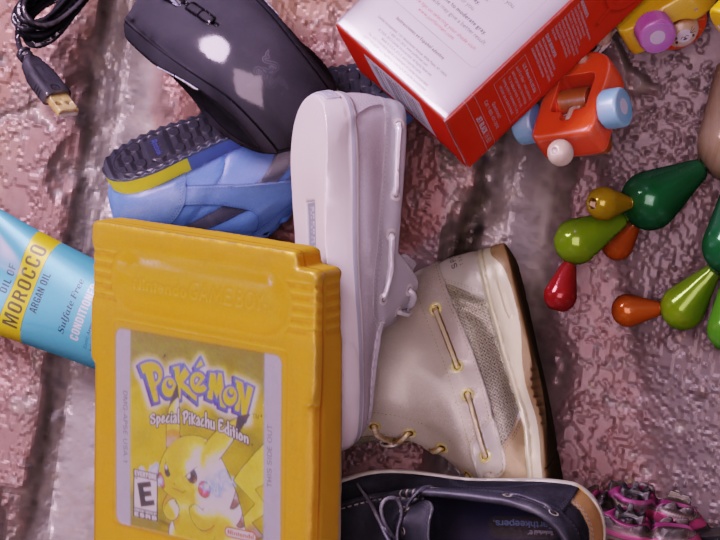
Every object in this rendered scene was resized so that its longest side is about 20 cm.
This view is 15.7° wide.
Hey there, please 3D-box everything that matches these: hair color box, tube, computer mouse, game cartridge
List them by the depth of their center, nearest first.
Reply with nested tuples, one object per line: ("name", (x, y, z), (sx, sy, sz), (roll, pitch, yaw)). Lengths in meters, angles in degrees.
("game cartridge", (-0.084, 0.079, 1.475), (0.175, 0.032, 0.202), (8, 104, 39))
("hair color box", (0.094, -0.166, 1.479), (0.200, 0.061, 0.101), (-43, 61, -6))
("computer mouse", (-0.116, -0.128, 1.509), (0.140, 0.046, 0.200), (-38, 64, -10))
("tube", (-0.159, 0.027, 1.564), (0.199, 0.050, 0.078), (22, 86, 13))

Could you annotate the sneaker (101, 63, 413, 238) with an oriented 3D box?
("sneaker", (-0.051, -0.061, 1.544), (0.199, 0.066, 0.079), (-20, 117, 0))

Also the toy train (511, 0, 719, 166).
("toy train", (0.189, -0.116, 1.471), (0.199, 0.056, 0.151), (-12, 45, 30))

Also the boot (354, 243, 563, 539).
("boot", (0.034, 0.096, 1.518), (0.153, 0.072, 0.202), (-11, 83, 8))

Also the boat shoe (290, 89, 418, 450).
("boat shoe", (0.000, 0.000, 1.473), (0.068, 0.072, 0.202), (-2, 87, -24))

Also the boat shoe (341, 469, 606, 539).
("boat shoe", (0.036, 0.151, 1.456), (0.198, 0.062, 0.075), (-5, 98, 18))

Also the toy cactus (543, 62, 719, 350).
("toy cactus", (0.207, -0.038, 1.490), (0.198, 0.102, 0.166), (2, 80, 17))

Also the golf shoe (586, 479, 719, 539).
("golf shoe", (0.215, 0.186, 1.497), (0.199, 0.073, 0.093), (14, 111, 14))
